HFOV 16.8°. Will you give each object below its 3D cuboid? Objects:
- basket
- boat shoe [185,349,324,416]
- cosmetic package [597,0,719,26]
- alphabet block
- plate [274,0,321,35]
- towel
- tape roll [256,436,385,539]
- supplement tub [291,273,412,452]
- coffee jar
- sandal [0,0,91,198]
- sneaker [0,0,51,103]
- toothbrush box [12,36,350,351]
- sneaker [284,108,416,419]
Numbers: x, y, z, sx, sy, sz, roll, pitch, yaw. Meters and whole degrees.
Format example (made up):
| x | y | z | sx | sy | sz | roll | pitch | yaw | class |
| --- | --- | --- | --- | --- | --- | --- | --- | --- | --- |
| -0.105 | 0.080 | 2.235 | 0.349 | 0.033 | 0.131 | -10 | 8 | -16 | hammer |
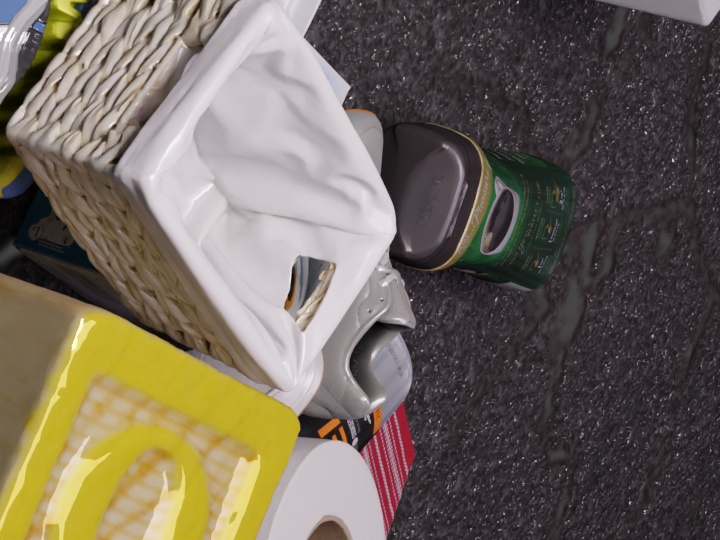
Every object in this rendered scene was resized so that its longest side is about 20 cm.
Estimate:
| x | y | z | sx | sy | sz | roll | pitch | yaw | class |
| --- | --- | --- | --- | --- | --- | --- | --- | --- | --- |
| -0.087 | -0.050 | 1.352 | 0.136 | 0.123 | 0.200 | -56 | 141 | -22 | basket |
| -0.118 | 0.084 | 1.482 | 0.069 | 0.199 | 0.071 | 48 | 22 | -45 | boat shoe |
| 0.190 | -0.303 | 1.733 | 0.165 | 0.199 | 0.165 | -51 | 143 | -29 | cosmetic package |
| -0.187 | 0.114 | 1.336 | 0.196 | 0.199 | 0.196 | 29 | 80 | -49 | alphabet block |
| -0.056 | -0.264 | 1.535 | 0.200 | 0.032 | 0.200 | -64 | 147 | -12 | plate |
| -0.003 | 0.155 | 1.769 | 0.201 | 0.022 | 0.145 | -68 | 153 | -44 | towel |
| -0.037 | 0.203 | 1.506 | 0.203 | 0.037 | 0.204 | 3 | 90 | -67 | tape roll |
| -0.065 | 0.103 | 1.612 | 0.200 | 0.122 | 0.123 | -48 | 140 | -33 | supplement tub |
| 0.077 | -0.047 | 1.791 | 0.200 | 0.085 | 0.105 | 13 | 97 | -59 | coffee jar |
| -0.170 | -0.133 | 1.387 | 0.087 | 0.079 | 0.201 | 29 | 81 | -61 | sandal |
| -0.225 | -0.117 | 1.306 | 0.077 | 0.075 | 0.201 | 29 | 68 | -36 | sneaker |
| -0.107 | -0.067 | 1.504 | 0.146 | 0.085 | 0.201 | 43 | 67 | -56 | toothbrush box |
| 0.000 | 0.000 | 1.529 | 0.076 | 0.091 | 0.201 | 18 | 82 | -60 | sneaker |
